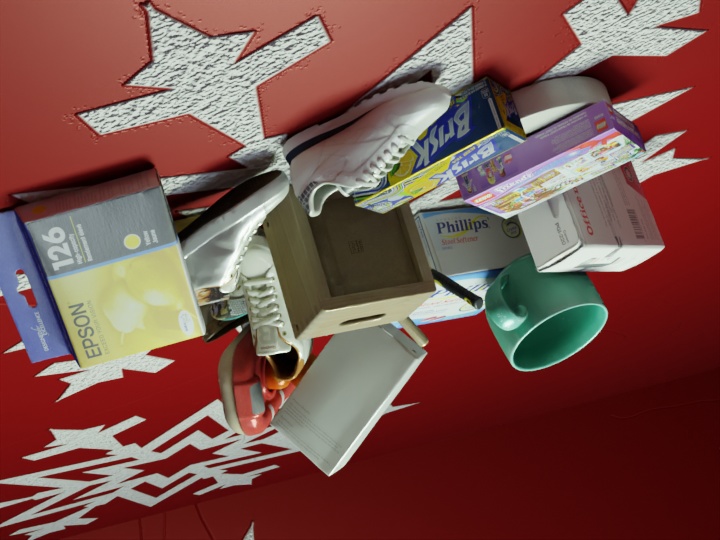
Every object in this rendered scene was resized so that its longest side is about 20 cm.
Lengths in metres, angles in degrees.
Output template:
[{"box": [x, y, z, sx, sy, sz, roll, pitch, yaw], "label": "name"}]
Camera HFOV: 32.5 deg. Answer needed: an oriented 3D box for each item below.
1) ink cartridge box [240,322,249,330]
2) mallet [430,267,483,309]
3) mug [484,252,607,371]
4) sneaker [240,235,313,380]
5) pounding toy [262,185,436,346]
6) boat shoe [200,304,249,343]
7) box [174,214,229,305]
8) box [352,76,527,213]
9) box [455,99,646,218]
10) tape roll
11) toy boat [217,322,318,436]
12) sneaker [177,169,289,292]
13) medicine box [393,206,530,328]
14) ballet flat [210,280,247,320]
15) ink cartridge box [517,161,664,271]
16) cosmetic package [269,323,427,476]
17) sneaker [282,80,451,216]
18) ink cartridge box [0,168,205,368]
[{"box": [-0.079, 0.063, 1.900, 0.197, 0.038, 0.095, -18, 163, 10], "label": "ink cartridge box"}, {"box": [0.086, -0.006, 1.620, 0.041, 0.199, 0.067, -36, 126, -21], "label": "mallet"}, {"box": [0.241, 0.039, 1.672, 0.150, 0.115, 0.186, -27, 150, 0], "label": "mug"}, {"box": [-0.109, 0.052, 1.560, 0.072, 0.085, 0.202, -9, 124, 20], "label": "sneaker"}, {"box": [0.000, 0.000, 1.514, 0.197, 0.187, 0.142, -9, 162, -27], "label": "pounding toy"}, {"box": [-0.134, 0.043, 1.728, 0.197, 0.064, 0.073, -17, 164, -4], "label": "boat shoe"}, {"box": [-0.196, -0.009, 1.522, 0.074, 0.051, 0.200, -14, 162, -12], "label": "box"}, {"box": [0.081, -0.136, 1.378, 0.198, 0.065, 0.070, -27, 162, 25], "label": "box"}, {"box": [0.227, -0.128, 1.469, 0.198, 0.040, 0.136, -25, 163, 24], "label": "box"}, {"box": [0.204, -0.164, 1.466, 0.199, 0.038, 0.203, -16, 163, -5], "label": "tape roll"}, {"box": [-0.112, 0.142, 1.727, 0.128, 0.133, 0.200, -3, -162, 14], "label": "toy boat"}, {"box": [-0.143, -0.032, 1.383, 0.199, 0.085, 0.073, -36, -162, 18], "label": "sneaker"}, {"box": [0.128, -0.006, 1.775, 0.180, 0.105, 0.200, -8, 161, -30], "label": "medicine box"}, {"box": [-0.126, 0.001, 1.627, 0.198, 0.073, 0.072, -23, 163, 17], "label": "ballet flat"}, {"box": [0.297, -0.078, 1.640, 0.198, 0.148, 0.084, 1, 155, -47], "label": "ink cartridge box"}, {"box": [-0.015, 0.155, 1.633, 0.201, 0.113, 0.081, -51, 170, 8], "label": "cosmetic package"}, {"box": [0.014, -0.130, 1.301, 0.198, 0.082, 0.076, -27, 160, 22], "label": "sneaker"}, {"box": [-0.283, 0.009, 1.314, 0.197, 0.047, 0.200, -17, 127, -7], "label": "ink cartridge box"}]
